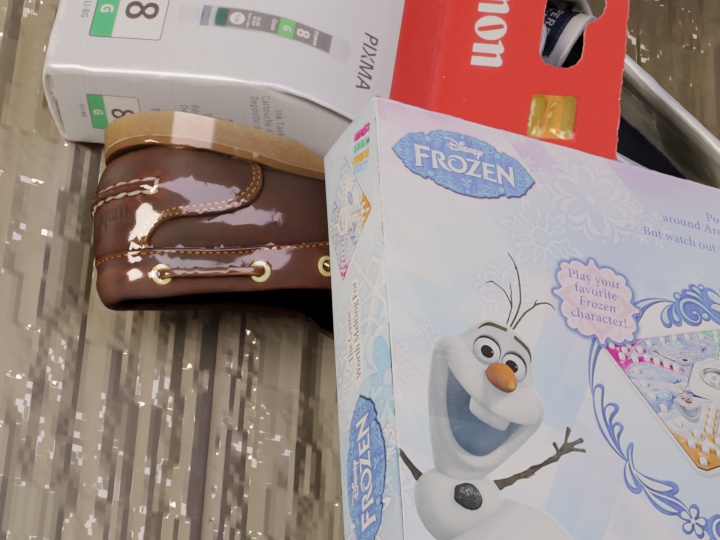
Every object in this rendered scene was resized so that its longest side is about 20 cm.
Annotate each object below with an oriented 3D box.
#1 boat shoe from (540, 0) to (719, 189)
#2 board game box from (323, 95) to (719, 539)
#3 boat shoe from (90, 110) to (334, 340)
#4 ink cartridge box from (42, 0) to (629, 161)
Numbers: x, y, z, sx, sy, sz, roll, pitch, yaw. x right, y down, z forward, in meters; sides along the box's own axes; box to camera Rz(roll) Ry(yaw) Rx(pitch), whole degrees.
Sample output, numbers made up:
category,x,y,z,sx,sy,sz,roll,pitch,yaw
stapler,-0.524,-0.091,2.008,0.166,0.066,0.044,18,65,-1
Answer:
category,x,y,z,sx,sy,sz,roll,pitch,yaw
boat shoe,0.067,-0.083,0.895,0.200,0.065,0.074,38,52,-3
board game box,0.088,0.056,0.747,0.199,0.043,0.200,13,54,-23
boat shoe,0.000,0.000,0.812,0.199,0.070,0.071,9,66,-21
ink cartridge box,-0.001,-0.115,0.840,0.199,0.050,0.161,3,56,9
